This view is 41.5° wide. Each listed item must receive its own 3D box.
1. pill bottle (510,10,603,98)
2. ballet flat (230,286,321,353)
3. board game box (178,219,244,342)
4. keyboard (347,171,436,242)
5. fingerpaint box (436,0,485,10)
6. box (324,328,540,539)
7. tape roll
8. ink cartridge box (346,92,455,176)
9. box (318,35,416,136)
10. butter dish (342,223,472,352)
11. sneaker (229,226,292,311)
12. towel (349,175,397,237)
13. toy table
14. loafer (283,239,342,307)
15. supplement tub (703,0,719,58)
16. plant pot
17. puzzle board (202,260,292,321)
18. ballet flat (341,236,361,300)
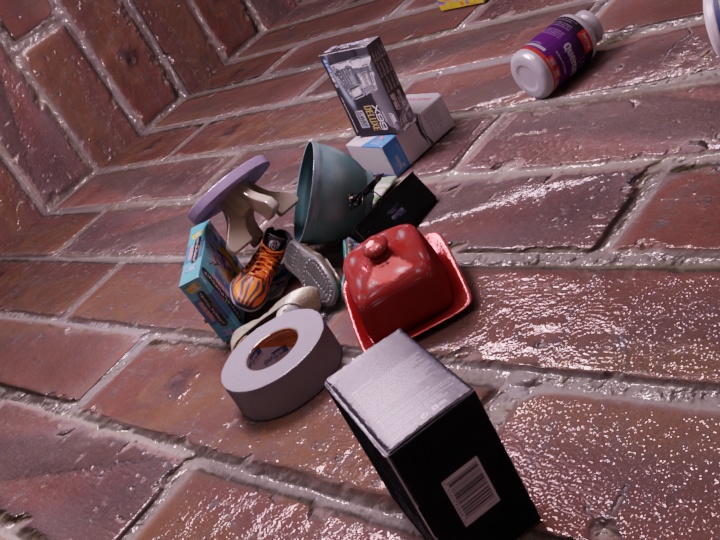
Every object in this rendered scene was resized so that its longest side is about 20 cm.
[{"bbox_3d":[0.417,-0.459,1.995,0.199,0.113,0.112,-40,27,-17],"label":"pill bottle"},{"bbox_3d":[-0.149,0.101,1.691,0.199,0.068,0.063,-34,22,18],"label":"ballet flat"},{"bbox_3d":[-0.280,0.018,1.848,0.046,0.152,0.201,-25,32,14],"label":"board game box"},{"bbox_3d":[0.050,-0.123,1.799,0.200,0.127,0.021,-44,1,-34],"label":"keyboard"},{"bbox_3d":[0.341,-0.859,2.840,0.167,0.074,0.199,-43,27,-24],"label":"fingerpaint box"},{"bbox_3d":[0.078,0.205,1.088,0.123,0.201,0.196,-34,26,-11],"label":"box"},{"bbox_3d":[-0.131,0.153,1.573,0.198,0.067,0.201,-25,27,14],"label":"tape roll"},{"bbox_3d":[0.090,-0.302,2.115,0.200,0.084,0.144,-43,27,-21],"label":"ink cartridge box"},{"bbox_3d":[0.016,-0.387,2.019,0.157,0.202,0.050,5,40,49],"label":"box"},{"bbox_3d":[0.048,0.003,1.510,0.198,0.148,0.201,-29,42,8],"label":"butter dish"},{"bbox_3d":[-0.191,-0.016,1.837,0.201,0.077,0.113,-73,10,-51],"label":"sneaker"},{"bbox_3d":[-0.024,-0.129,2.010,0.151,0.024,0.200,-6,34,41],"label":"towel"},{"bbox_3d":[-0.223,-0.122,1.851,0.200,0.117,0.184,-43,-4,-17],"label":"toy table"},{"bbox_3d":[-0.075,0.002,1.764,0.200,0.069,0.076,49,124,49],"label":"loafer"},{"bbox_3d":[0.704,-0.453,1.625,0.198,0.145,0.145,-12,32,36],"label":"supplement tub"},{"bbox_3d":[-0.048,-0.144,1.859,0.132,0.203,0.201,7,23,-12],"label":"plant pot"},{"bbox_3d":[-0.222,0.030,1.952,0.198,0.018,0.151,-17,29,28],"label":"puzzle board"},{"bbox_3d":[0.000,0.000,1.718,0.074,0.075,0.201,-25,28,13],"label":"ballet flat"}]
